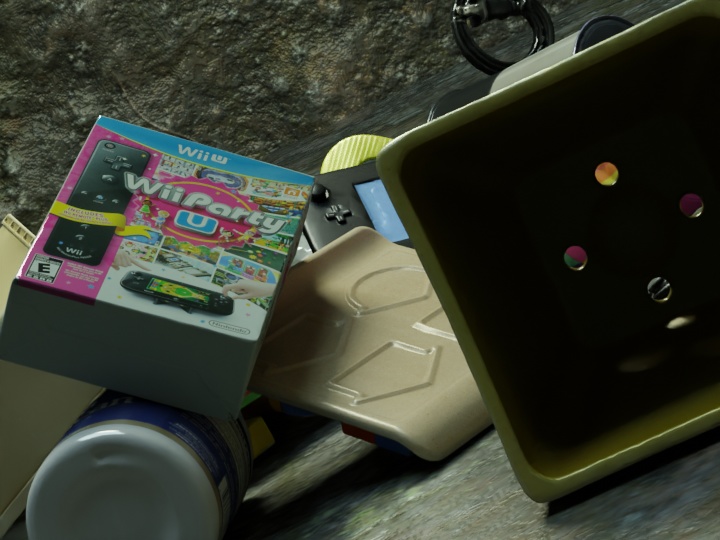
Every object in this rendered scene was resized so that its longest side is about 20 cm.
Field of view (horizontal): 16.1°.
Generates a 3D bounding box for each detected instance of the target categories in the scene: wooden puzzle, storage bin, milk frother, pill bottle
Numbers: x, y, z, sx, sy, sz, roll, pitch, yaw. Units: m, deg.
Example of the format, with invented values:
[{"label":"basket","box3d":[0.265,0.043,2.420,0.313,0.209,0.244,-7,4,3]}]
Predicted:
[{"label":"wooden puzzle","box3d":[0.023,0.050,1.562,0.200,0.046,0.185,21,38,36]},{"label":"storage bin","box3d":[-0.246,0.077,1.666,0.200,0.094,0.199,-52,18,-3]},{"label":"milk frother","box3d":[0.160,-0.173,2.142,0.180,0.200,0.188,-22,-1,-45]},{"label":"pill bottle","box3d":[-0.124,0.121,1.513,0.111,0.111,0.200,-24,8,11]}]

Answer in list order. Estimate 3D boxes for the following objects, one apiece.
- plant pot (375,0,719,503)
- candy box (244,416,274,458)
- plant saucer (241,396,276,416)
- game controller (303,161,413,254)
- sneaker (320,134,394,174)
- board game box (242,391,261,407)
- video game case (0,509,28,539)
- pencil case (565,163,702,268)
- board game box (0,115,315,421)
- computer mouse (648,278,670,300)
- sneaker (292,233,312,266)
[{"label":"plant pot","box3d":[0.143,-0.015,1.336,0.194,0.196,0.200,-25,-1,8]},{"label":"candy box","box3d":[-0.151,0.158,1.660,0.102,0.026,0.200,-24,7,43]},{"label":"plant saucer","box3d":[-0.025,0.056,1.872,0.200,0.038,0.200,-26,9,4]},{"label":"game controller","box3d":[0.057,-0.044,1.738,0.200,0.042,0.104,-14,37,-13]},{"label":"sneaker","box3d":[0.070,-0.040,1.849,0.082,0.200,0.074,88,-157,-62]},{"label":"board game box","box3d":[-0.121,0.062,1.747,0.200,0.029,0.134,-1,23,45]},{"label":"video game case","box3d":[-0.203,0.155,1.707,0.200,0.022,0.182,-26,6,42]},{"label":"pencil case","box3d":[0.134,-0.032,1.618,0.200,0.088,0.088,-42,-3,38]},{"label":"board game box","box3d":[-0.119,-0.004,1.532,0.147,0.064,0.200,16,31,1]},{"label":"computer mouse","box3d":[0.262,-0.031,1.526,0.200,0.044,0.110,-22,8,23]},{"label":"sneaker","box3d":[0.000,0.000,1.768,0.200,0.078,0.099,-5,28,14]}]
